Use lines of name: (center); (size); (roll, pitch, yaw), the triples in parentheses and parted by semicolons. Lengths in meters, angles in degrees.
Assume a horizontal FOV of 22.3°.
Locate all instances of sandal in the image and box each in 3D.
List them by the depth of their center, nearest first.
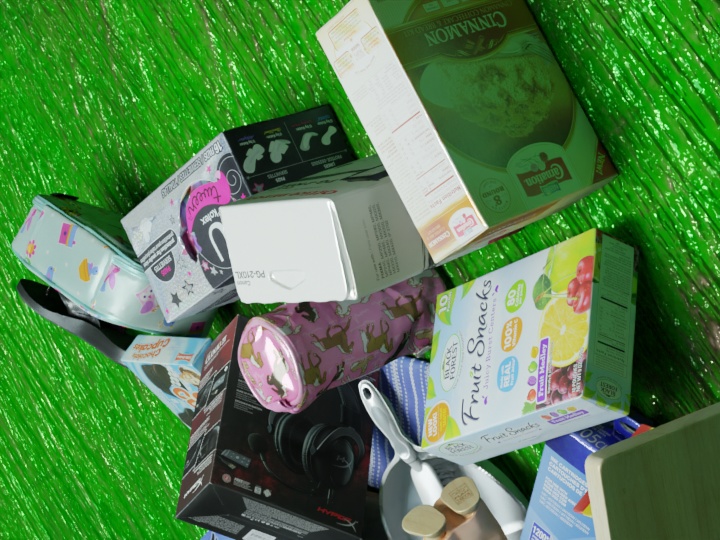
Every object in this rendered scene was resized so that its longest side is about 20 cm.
sandal: (-0.284, 0.047, 1.957); (0.200, 0.075, 0.048); (29, 101, 28)

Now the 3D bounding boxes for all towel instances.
towel: (0.032, 0.144, 1.673); (0.200, 0.024, 0.145); (13, 115, 44)

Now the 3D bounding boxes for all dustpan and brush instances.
dustpan and brush: (0.057, 0.176, 1.587); (0.139, 0.057, 0.200); (-25, 94, 30)

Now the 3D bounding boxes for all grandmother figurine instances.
grandmother figurine: (0.117, 0.266, 1.563); (0.200, 0.121, 0.061); (60, 180, -30)

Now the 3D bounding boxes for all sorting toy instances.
sorting toy: (0.244, 0.195, 1.332); (0.070, 0.199, 0.200); (12, 116, 59)

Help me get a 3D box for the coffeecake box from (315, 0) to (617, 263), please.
coffeecake box: (0.082, -0.126, 1.397); (0.073, 0.153, 0.200); (-35, 81, 50)

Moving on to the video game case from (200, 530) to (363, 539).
video game case: (-0.090, 0.293, 1.662); (0.045, 0.200, 0.181); (42, 179, -40)

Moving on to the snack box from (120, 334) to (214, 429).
snack box: (-0.128, 0.138, 1.759); (0.116, 0.037, 0.200); (-1, 139, 48)

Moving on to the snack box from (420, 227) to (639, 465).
snack box: (0.132, 0.064, 1.451); (0.200, 0.053, 0.142); (-25, 49, 51)

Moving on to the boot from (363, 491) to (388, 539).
boot: (-0.044, 0.280, 1.713); (0.070, 0.146, 0.200); (47, 150, -19)

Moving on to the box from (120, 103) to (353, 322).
box: (-0.104, -0.047, 1.654); (0.200, 0.132, 0.115); (-35, 78, 49)

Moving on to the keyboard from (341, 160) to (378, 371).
keyboard: (0.000, 0.000, 1.607); (0.011, 0.056, 0.200); (19, 115, 43)

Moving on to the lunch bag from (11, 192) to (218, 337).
lunch bag: (-0.235, -0.006, 1.804); (0.200, 0.160, 0.077); (32, 103, 36)

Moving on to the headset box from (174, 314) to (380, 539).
headset box: (-0.069, 0.143, 1.611); (0.077, 0.149, 0.200); (-46, 28, 46)

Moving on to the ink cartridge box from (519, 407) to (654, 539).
ink cartridge box: (0.209, 0.193, 1.460); (0.136, 0.076, 0.200); (34, 128, 34)

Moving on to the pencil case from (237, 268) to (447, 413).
pencil case: (-0.012, 0.053, 1.544); (0.087, 0.200, 0.083); (42, 133, 27)

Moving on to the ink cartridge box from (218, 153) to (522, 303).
ink cartridge box: (0.009, -0.041, 1.480); (0.145, 0.200, 0.085); (-3, 104, 48)
